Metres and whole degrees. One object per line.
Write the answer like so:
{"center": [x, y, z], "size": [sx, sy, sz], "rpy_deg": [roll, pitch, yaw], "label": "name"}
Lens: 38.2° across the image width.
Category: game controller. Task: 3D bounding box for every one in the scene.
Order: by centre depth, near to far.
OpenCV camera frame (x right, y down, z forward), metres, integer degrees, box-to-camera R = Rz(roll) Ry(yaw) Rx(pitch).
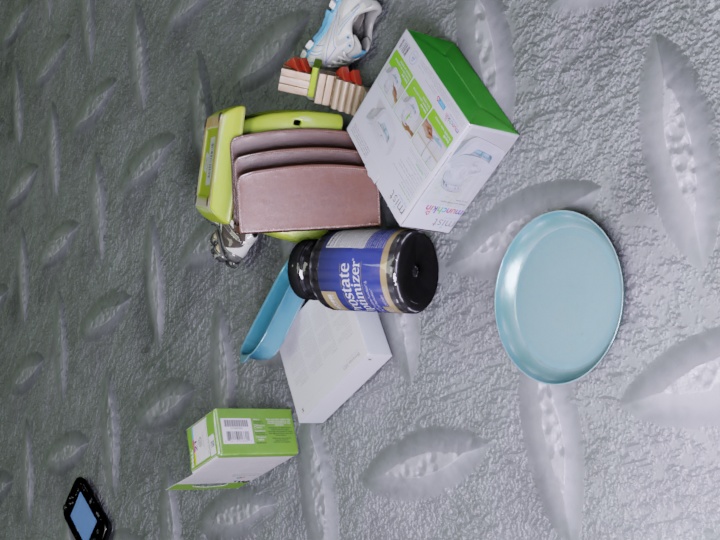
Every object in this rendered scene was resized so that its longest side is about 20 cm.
{"center": [-0.589, 0.534, 2.233], "size": [0.200, 0.042, 0.106], "rpy_deg": [38, 115, 48], "label": "game controller"}

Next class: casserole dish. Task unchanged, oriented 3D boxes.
{"center": [-0.126, 0.062, 1.622], "size": [0.202, 0.038, 0.121], "rpy_deg": [-63, 15, -14], "label": "casserole dish"}

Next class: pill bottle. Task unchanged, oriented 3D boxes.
{"center": [0.000, 0.000, 1.427], "size": [0.198, 0.111, 0.114], "rpy_deg": [0, 85, 37], "label": "pill bottle"}

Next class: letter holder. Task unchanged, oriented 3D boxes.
{"center": [-0.079, -0.128, 1.454], "size": [0.101, 0.196, 0.145], "rpy_deg": [-161, 69, -78], "label": "letter holder"}

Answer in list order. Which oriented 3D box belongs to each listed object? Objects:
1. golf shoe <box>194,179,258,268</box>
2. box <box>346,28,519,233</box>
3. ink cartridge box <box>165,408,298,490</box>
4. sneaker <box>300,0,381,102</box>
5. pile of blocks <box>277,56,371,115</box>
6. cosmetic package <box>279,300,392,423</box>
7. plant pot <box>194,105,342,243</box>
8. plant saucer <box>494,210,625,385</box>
{"center": [-0.228, -0.103, 1.828], "size": [0.094, 0.077, 0.202], "rpy_deg": [-38, 56, 23], "label": "golf shoe"}
{"center": [0.088, -0.184, 1.383], "size": [0.177, 0.096, 0.201], "rpy_deg": [-56, 45, 32], "label": "box"}
{"center": [-0.215, 0.293, 1.680], "size": [0.199, 0.146, 0.077], "rpy_deg": [-37, 57, 44], "label": "ink cartridge box"}
{"center": [-0.029, -0.338, 1.584], "size": [0.087, 0.074, 0.202], "rpy_deg": [49, 125, 35], "label": "sneaker"}
{"center": [-0.033, -0.280, 1.545], "size": [0.198, 0.082, 0.063], "rpy_deg": [24, 119, 18], "label": "pile of blocks"}
{"center": [-0.044, 0.114, 1.556], "size": [0.200, 0.051, 0.153], "rpy_deg": [-47, 48, 39], "label": "cosmetic package"}
{"center": [-0.147, -0.151, 1.582], "size": [0.199, 0.179, 0.204], "rpy_deg": [-162, 80, -71], "label": "plant pot"}
{"center": [0.235, 0.032, 1.215], "size": [0.199, 0.027, 0.204], "rpy_deg": [-9, 79, 53], "label": "plant saucer"}
